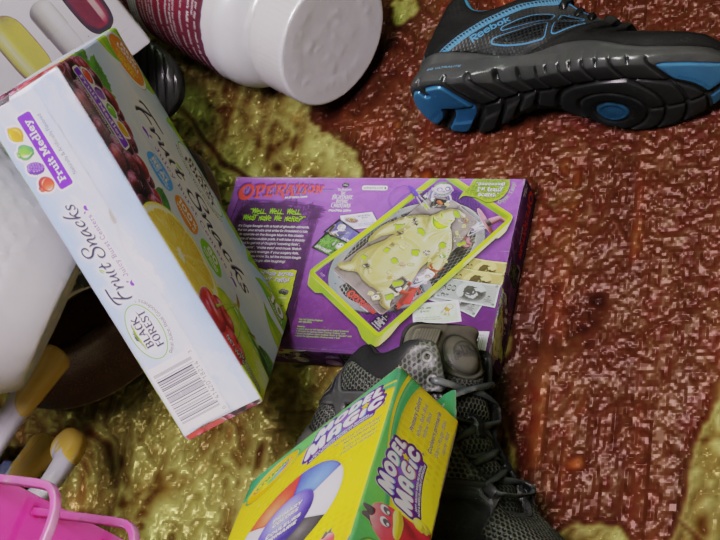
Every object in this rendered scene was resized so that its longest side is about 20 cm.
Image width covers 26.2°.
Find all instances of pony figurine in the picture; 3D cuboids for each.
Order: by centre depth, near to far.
[{"bbox_3d":[-0.247,0.157,0.890,0.193,0.166,0.201,-33,21,38],"label":"pony figurine"}]

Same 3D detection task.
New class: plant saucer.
[{"bbox_3d":[-0.179,-0.007,1.010,0.199,0.032,0.202,-17,55,25],"label":"plant saucer"}]

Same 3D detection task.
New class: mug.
[{"bbox_3d":[-0.252,0.009,0.830,0.148,0.174,0.201,-82,17,-69],"label":"mug"}]

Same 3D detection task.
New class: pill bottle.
[{"bbox_3d":[-0.085,-0.189,1.036,0.199,0.110,0.110,32,79,36],"label":"pill bottle"}]

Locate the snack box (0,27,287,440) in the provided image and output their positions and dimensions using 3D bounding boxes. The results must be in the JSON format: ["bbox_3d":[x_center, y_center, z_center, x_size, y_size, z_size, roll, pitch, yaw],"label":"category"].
[{"bbox_3d":[-0.115,-0.025,0.842,0.053,0.201,0.142,-28,13,9],"label":"snack box"}]

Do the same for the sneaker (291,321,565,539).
[{"bbox_3d":[0.055,0.098,0.812,0.199,0.076,0.115,32,102,40],"label":"sneaker"}]

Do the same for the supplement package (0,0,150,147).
[{"bbox_3d":[-0.259,-0.147,0.964,0.200,0.111,0.156,-40,40,-1],"label":"supplement package"}]

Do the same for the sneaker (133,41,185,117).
[{"bbox_3d":[-0.187,-0.128,1.061,0.199,0.088,0.075,4,95,32],"label":"sneaker"}]

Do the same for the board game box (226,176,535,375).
[{"bbox_3d":[0.000,0.000,0.938,0.198,0.032,0.121,2,68,26],"label":"board game box"}]

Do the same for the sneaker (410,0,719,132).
[{"bbox_3d":[0.126,-0.134,0.925,0.198,0.073,0.082,3,62,26],"label":"sneaker"}]

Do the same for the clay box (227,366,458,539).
[{"bbox_3d":[-0.018,0.126,0.714,0.115,0.048,0.200,-40,16,27],"label":"clay box"}]

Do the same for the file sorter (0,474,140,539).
[{"bbox_3d":[-0.125,0.198,0.758,0.125,0.200,0.140,-3,59,50],"label":"file sorter"}]

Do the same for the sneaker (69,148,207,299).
[{"bbox_3d":[-0.185,-0.017,0.949,0.199,0.075,0.085,-35,19,-5],"label":"sneaker"}]
